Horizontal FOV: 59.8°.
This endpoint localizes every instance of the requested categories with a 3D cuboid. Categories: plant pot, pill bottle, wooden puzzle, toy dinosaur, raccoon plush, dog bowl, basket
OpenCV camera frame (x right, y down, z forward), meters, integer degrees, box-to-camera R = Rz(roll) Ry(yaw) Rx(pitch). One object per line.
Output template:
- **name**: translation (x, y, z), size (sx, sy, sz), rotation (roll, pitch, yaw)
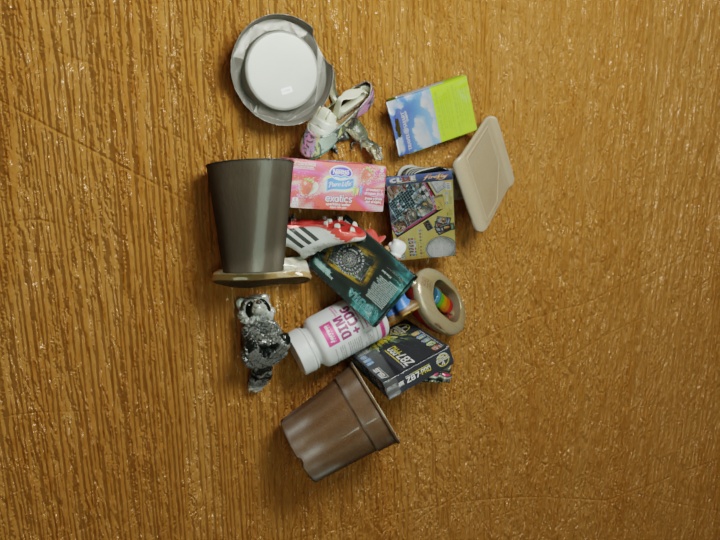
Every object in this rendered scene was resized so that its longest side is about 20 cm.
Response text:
- **plant pot**: translation (-0.050, 0.332, 1.331), size (0.198, 0.200, 0.201), rotation (-31, 112, -5)
- **pill bottle**: translation (-0.050, 0.131, 1.318), size (0.200, 0.113, 0.114), rotation (-28, 111, -15)
- **wooden puzzle**: translation (0.270, -0.213, 1.378), size (0.200, 0.037, 0.185), rotation (-51, 129, -36)
- **toy dinosaur**: translation (-0.034, -0.293, 1.273), size (0.088, 0.047, 0.200), rotation (-39, 109, -14)
- **raccoon plush**: translation (-0.225, 0.142, 1.284), size (0.097, 0.134, 0.200), rotation (4, 133, -39)
- **dog bowl**: translation (-0.154, -0.378, 1.192), size (0.199, 0.059, 0.201), rotation (-5, 104, -21)
- **basket**: translation (-0.200, -0.097, 1.156), size (0.136, 0.180, 0.201), rotation (-6, 95, -58)

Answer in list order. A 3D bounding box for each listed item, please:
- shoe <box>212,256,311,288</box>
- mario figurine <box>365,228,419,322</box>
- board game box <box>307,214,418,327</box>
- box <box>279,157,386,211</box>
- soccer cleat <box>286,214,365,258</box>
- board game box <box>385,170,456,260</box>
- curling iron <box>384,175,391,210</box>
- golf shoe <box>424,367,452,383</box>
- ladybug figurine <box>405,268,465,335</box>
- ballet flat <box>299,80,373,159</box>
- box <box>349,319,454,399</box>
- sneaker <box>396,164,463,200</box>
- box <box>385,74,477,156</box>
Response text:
- **shoe**: translation (-0.199, 0.001, 1.260), size (0.199, 0.070, 0.054), rotation (-2, 75, -22)
- **mario figurine**: translation (0.061, 0.001, 1.339), size (0.123, 0.106, 0.200), rotation (-26, 88, 13)
- **board game box**: translation (0.000, 0.000, 1.274), size (0.135, 0.200, 0.028), rotation (-50, 160, 8)
- **box**: translation (-0.058, -0.172, 1.255), size (0.199, 0.100, 0.096), rotation (1, 102, -22)
- **soccer cleat**: translation (-0.089, -0.064, 1.262), size (0.199, 0.069, 0.085), rotation (4, 113, 2)
- **board game box**: translation (0.130, -0.111, 1.313), size (0.135, 0.035, 0.200), rotation (-5, 131, 5)
- **curling iron**: translation (0.089, -0.128, 1.368), size (0.050, 0.026, 0.200), rotation (-38, 113, -8)
- **golf shoe**: translation (0.119, 0.213, 1.442), size (0.199, 0.077, 0.088), rotation (8, 78, -27)
- **ladybug figurine**: translation (0.162, 0.073, 1.401), size (0.200, 0.072, 0.136), rotation (41, 48, -36)
- **ballet flat**: translation (-0.047, -0.299, 1.201), size (0.069, 0.071, 0.200), rotation (38, 69, 16)
- **box**: translation (0.081, 0.184, 1.338), size (0.161, 0.200, 0.049), rotation (-27, 112, -14)
- **sneaker**: translation (0.188, -0.184, 1.348), size (0.200, 0.115, 0.076), rotation (3, 100, -24)
- **box**: translation (0.146, -0.330, 1.335), size (0.200, 0.048, 0.122), rotation (-22, 109, -18)
